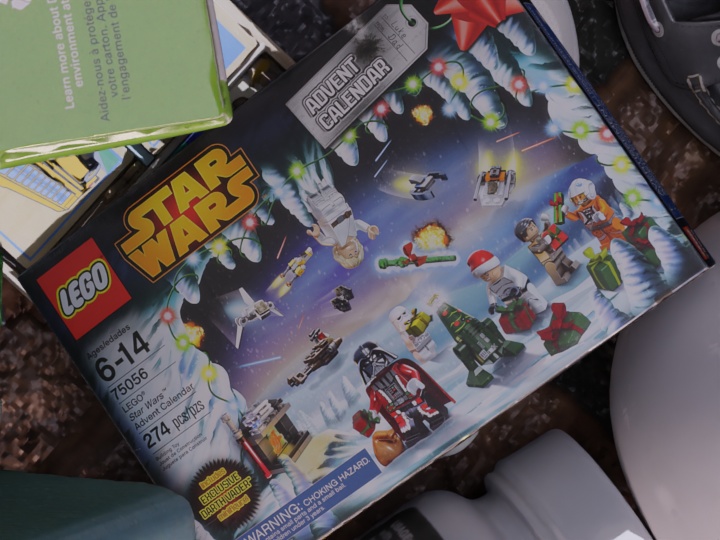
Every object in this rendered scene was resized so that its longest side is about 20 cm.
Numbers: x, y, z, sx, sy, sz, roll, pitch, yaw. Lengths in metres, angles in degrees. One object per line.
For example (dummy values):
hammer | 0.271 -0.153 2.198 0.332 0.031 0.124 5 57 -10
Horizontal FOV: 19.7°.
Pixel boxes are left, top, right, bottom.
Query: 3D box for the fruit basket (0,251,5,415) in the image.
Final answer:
fruit basket | -0.213 0.012 0.665 0.199 0.185 0.094 14 99 -11

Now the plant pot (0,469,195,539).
plant pot | -0.185 0.167 0.634 0.195 0.200 0.197 4 94 24

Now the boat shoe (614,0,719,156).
boat shoe | 0.125 -0.125 0.784 0.067 0.057 0.200 -29 98 -8

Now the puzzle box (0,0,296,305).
puzzle box | -0.117 -0.073 0.758 0.200 0.025 0.133 42 86 -10

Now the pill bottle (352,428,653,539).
pill bottle | 0.017 0.153 0.752 0.200 0.114 0.114 -33 99 -7

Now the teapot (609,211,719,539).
teapot | 0.193 0.041 0.725 0.197 0.146 0.200 -16 68 -39

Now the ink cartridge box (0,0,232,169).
ink cartridge box | -0.100 -0.138 0.670 0.076 0.148 0.201 -11 95 -9

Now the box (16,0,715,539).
box | 0.000 0.000 0.707 0.200 0.040 0.137 -37 84 12

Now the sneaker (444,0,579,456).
sneaker | 0.046 -0.023 0.762 0.075 0.087 0.201 9 91 -9
